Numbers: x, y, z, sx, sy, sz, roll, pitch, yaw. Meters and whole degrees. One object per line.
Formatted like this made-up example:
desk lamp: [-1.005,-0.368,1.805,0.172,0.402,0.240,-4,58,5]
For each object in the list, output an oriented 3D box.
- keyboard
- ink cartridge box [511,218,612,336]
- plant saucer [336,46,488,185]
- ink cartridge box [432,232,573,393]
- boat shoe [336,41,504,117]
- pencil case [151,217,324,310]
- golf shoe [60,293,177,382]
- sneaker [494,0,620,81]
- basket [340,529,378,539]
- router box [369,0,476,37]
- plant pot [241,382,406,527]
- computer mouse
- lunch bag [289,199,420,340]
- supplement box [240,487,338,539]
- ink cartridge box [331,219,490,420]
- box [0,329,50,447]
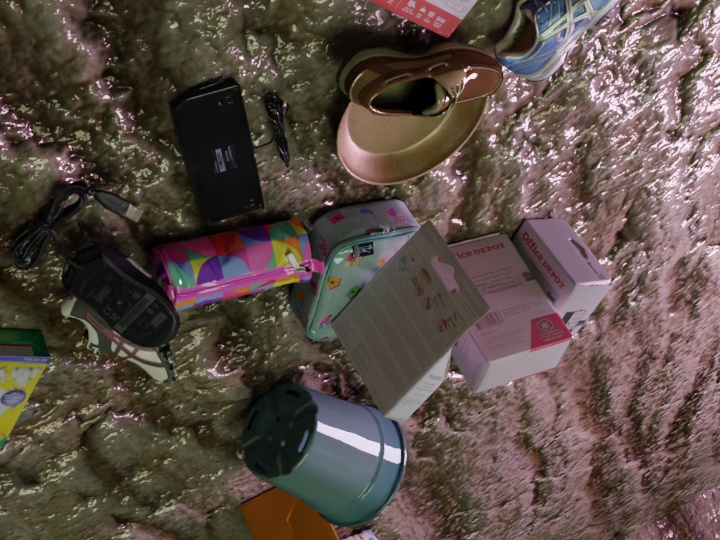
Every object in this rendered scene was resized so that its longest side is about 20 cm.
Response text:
keyboard: [-0.134,-0.135,1.107,0.127,0.021,0.200,-17,144,-9]
ink cartridge box: [0.268,0.039,1.513,0.083,0.147,0.200,-2,135,-35]
plant saucer: [0.056,-0.187,1.168,0.200,0.035,0.200,-20,144,-16]
ink cartridge box: [0.185,0.057,1.426,0.146,0.200,0.083,-14,146,-23]
boat shoe: [0.071,-0.195,1.073,0.199,0.074,0.076,-9,140,-29]
pencil case: [-0.150,-0.008,1.198,0.199,0.089,0.089,-13,142,-22]
golf shoe: [-0.287,0.074,1.215,0.088,0.077,0.200,-22,136,-1]
sneaker: [0.228,-0.298,1.122,0.077,0.076,0.200,1,134,-43]
basket: [-0.037,0.632,2.027,0.200,0.139,0.177,-22,147,-30]
router box: [0.065,-0.340,0.972,0.200,0.049,0.180,11,128,-44]
plant pot: [-0.064,0.272,1.530,0.200,0.200,0.196,-41,137,14]
computer mouse: [-0.264,-0.013,1.085,0.200,0.046,0.140,36,113,-15]
lunch bag: [0.000,0.000,1.322,0.160,0.077,0.200,-9,140,-28]
supplement box: [-0.099,0.506,1.774,0.132,0.198,0.200,-25,144,-8]
ink cartridge box: [0.068,0.062,1.242,0.047,0.160,0.200,18,122,-47]
box: [-0.465,0.152,1.194,0.117,0.048,0.200,6,133,-41]
